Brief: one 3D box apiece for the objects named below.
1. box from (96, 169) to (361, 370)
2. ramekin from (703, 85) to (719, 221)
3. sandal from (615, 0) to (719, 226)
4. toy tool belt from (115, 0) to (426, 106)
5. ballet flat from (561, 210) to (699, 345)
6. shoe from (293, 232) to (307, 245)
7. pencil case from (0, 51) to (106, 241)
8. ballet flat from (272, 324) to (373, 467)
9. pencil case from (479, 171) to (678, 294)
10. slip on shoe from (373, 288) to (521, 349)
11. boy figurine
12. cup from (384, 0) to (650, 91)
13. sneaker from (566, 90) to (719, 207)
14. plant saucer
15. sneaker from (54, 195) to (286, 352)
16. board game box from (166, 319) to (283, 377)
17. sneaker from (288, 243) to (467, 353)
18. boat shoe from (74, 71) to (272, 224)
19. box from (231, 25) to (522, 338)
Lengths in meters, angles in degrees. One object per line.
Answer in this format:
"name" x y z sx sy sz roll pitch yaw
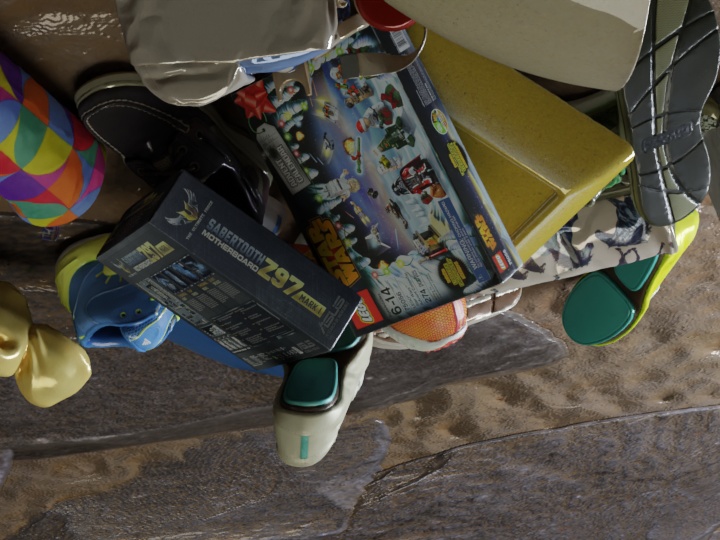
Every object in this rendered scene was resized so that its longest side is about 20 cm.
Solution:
"box" -0.100 0.004 1.453 0.157 0.051 0.200 35 163 -11
"ramekin" 0.367 -0.085 1.581 0.199 0.105 0.200 -8 152 -4
"sandal" 0.216 -0.123 1.467 0.079 0.057 0.202 -14 129 -13
"toy tool belt" -0.054 -0.171 1.294 0.199 0.125 0.123 -8 -171 4
"ballet flat" 0.243 0.003 1.759 0.067 0.067 0.200 -28 162 -30
"shoe" -0.026 -0.015 1.650 0.070 0.053 0.200 -34 168 -27
"pencil case" -0.252 -0.098 1.375 0.088 0.089 0.200 -17 150 14
"ballet flat" -0.029 0.084 1.512 0.069 0.200 0.070 5 116 10
"pencil case" 0.157 -0.036 1.633 0.199 0.078 0.090 -12 131 3
"slip on shoe" 0.049 0.023 1.689 0.199 0.076 0.060 -16 -177 -40
"boy figurine" -0.304 0.040 1.568 0.200 0.125 0.064 31 116 -26
"cup" 0.084 -0.207 1.169 0.143 0.201 0.201 0 152 -5
"sneaker" 0.183 -0.087 1.532 0.199 0.089 0.077 -11 152 0
"plant saucer" 0.066 -0.073 1.464 0.199 0.049 0.200 31 140 -10
"sneaker" -0.146 0.010 1.586 0.199 0.105 0.076 -18 152 16
"board game box" -0.101 0.047 1.706 0.199 0.039 0.158 9 162 37
"sneaker" 0.000 0.000 1.520 0.199 0.073 0.077 13 123 35
"boat shoe" -0.130 -0.083 1.459 0.072 0.065 0.200 -22 149 25
"box" 0.010 -0.064 1.403 0.137 0.201 0.040 -22 -171 37
